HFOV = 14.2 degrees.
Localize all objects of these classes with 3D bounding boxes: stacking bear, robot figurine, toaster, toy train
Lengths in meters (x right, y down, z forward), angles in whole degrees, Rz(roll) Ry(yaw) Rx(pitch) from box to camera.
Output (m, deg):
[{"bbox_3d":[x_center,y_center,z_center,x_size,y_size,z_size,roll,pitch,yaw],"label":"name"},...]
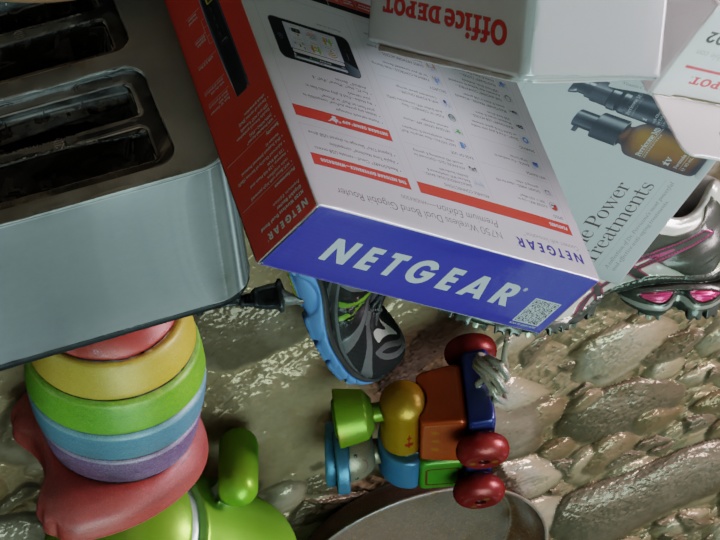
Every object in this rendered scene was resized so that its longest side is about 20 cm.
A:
[{"bbox_3d":[-0.147,0.039,1.664,0.113,0.122,0.200,-13,135,-12],"label":"stacking bear"},{"bbox_3d":[-0.118,0.185,1.846,0.175,0.116,0.200,-45,139,17],"label":"robot figurine"},{"bbox_3d":[-0.153,-0.055,1.475,0.200,0.181,0.119,-16,142,-10],"label":"toaster"},{"bbox_3d":[0.033,0.085,1.819,0.115,0.085,0.200,-6,155,-2],"label":"toy train"}]

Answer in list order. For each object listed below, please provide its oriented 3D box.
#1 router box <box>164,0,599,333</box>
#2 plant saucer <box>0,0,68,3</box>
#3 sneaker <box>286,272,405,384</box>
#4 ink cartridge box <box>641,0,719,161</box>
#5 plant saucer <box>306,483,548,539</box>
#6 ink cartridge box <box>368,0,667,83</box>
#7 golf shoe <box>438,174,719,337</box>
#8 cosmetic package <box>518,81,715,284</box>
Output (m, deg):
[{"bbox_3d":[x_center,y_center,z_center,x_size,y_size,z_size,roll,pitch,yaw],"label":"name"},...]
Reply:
[{"bbox_3d":[0.010,-0.069,1.450,0.200,0.180,0.049,15,134,-42],"label":"router box"},{"bbox_3d":[-0.151,-0.212,1.384,0.200,0.032,0.201,-6,137,-6],"label":"plant saucer"},{"bbox_3d":[0.000,0.000,1.719,0.083,0.071,0.200,-17,141,2],"label":"sneaker"},{"bbox_3d":[0.189,-0.147,1.533,0.115,0.200,0.068,7,134,-36],"label":"ink cartridge box"},{"bbox_3d":[0.033,0.202,2.021,0.200,0.035,0.200,-14,142,-11],"label":"plant saucer"},{"bbox_3d":[0.080,-0.196,1.384,0.084,0.145,0.201,-1,101,-31],"label":"ink cartridge box"},{"bbox_3d":[0.135,-0.013,1.796,0.199,0.077,0.088,-8,119,-21],"label":"golf shoe"},{"bbox_3d":[0.133,-0.093,1.659,0.150,0.052,0.200,19,129,-20],"label":"cosmetic package"}]
